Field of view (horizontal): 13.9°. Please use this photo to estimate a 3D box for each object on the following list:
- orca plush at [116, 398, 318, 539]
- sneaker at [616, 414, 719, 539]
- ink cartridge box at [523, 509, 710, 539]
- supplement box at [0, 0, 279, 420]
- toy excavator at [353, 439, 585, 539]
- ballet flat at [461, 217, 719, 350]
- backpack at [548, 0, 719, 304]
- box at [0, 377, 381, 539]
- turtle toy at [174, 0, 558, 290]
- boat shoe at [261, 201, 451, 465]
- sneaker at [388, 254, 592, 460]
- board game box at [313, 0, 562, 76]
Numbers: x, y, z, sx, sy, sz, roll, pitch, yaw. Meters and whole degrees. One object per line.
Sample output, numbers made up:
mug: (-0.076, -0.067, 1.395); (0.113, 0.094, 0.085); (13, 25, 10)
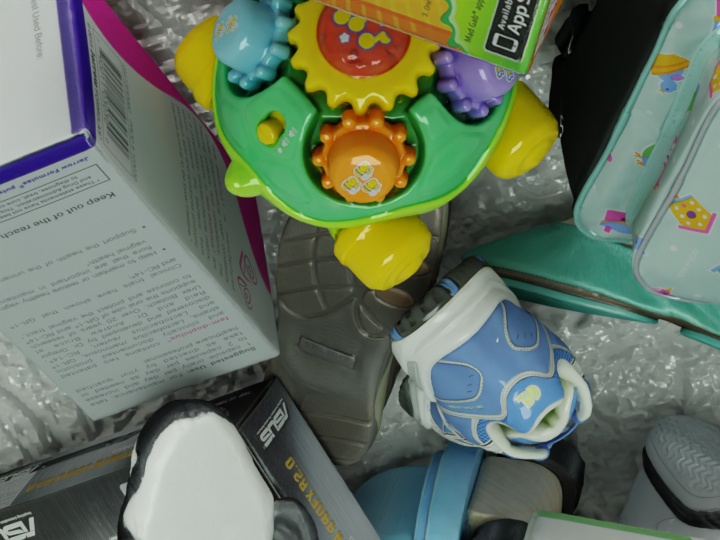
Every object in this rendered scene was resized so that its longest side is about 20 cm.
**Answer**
orca plush: (-0.070, 0.143, 1.372); (0.105, 0.071, 0.201); (-29, 117, -9)
sneaker: (0.198, 0.170, 1.434); (0.200, 0.075, 0.115); (39, 111, 22)
ink cartridge box: (0.134, 0.224, 1.377); (0.144, 0.088, 0.201); (9, 123, 8)
supplement box: (-0.123, -0.032, 1.296); (0.103, 0.102, 0.200); (-21, 144, 15)
toy excavator: (0.004, 0.166, 1.488); (0.199, 0.100, 0.195); (10, 125, 10)
ballet flat: (0.149, 0.001, 1.377); (0.199, 0.067, 0.071); (17, 88, 8)
backpack: (0.200, -0.074, 1.272); (0.199, 0.154, 0.176); (1, 139, -18)
box: (-0.083, 0.152, 1.439); (0.199, 0.048, 0.159); (-19, 110, 36)
turtle toy: (0.019, -0.099, 1.252); (0.200, 0.101, 0.146); (-41, 76, -11)
boat shoe: (0.000, 0.000, 1.374); (0.074, 0.073, 0.201); (24, 131, 3)
sneaker: (0.064, 0.058, 1.357); (0.076, 0.200, 0.077); (-44, 74, 1)
board game box: (0.017, -0.231, 1.113); (0.199, 0.200, 0.201); (20, 124, 5)
